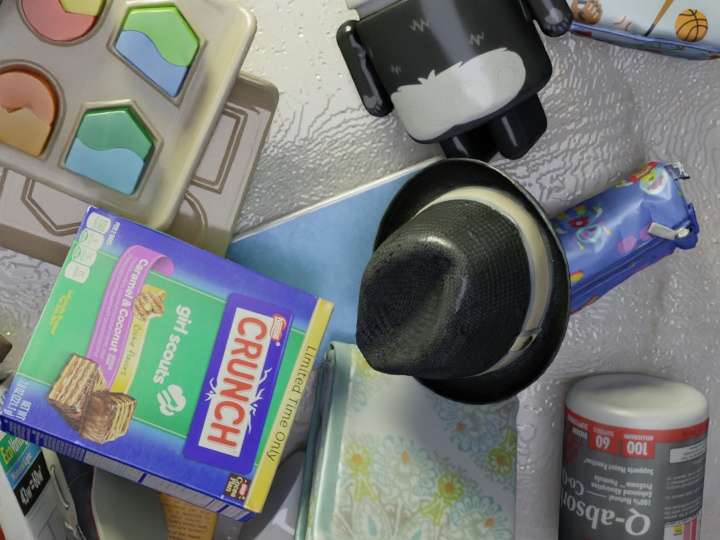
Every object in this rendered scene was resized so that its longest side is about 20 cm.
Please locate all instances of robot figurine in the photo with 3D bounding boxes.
[{"bbox_3d":[0.068,-0.175,0.909,0.150,0.125,0.201,-29,102,-5],"label":"robot figurine"}]

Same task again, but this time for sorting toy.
[{"bbox_3d":[-0.200,-0.146,0.893,0.199,0.036,0.186,25,103,-7],"label":"sorting toy"},{"bbox_3d":[-0.179,-0.084,0.957,0.184,0.036,0.201,19,104,-7],"label":"sorting toy"}]

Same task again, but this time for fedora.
[{"bbox_3d":[0.055,0.018,0.893,0.091,0.200,0.202,-19,107,-44],"label":"fedora"}]

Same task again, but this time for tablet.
[{"bbox_3d":[0.000,0.000,0.994,0.199,0.014,0.131,-21,102,1],"label":"tablet"}]

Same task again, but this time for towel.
[{"bbox_3d":[0.040,0.162,0.953,0.170,0.201,0.048,19,143,-15],"label":"towel"}]

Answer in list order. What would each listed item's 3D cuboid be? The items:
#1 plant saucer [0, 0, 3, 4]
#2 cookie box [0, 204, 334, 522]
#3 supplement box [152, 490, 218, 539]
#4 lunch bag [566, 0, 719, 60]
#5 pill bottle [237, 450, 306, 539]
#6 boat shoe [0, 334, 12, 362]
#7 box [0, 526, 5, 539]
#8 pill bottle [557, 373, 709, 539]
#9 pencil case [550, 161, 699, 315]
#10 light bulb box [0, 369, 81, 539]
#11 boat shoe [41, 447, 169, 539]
[{"bbox_3d":[-0.302,-0.236,0.869,0.199,0.036,0.201,-3,85,35],"label":"plant saucer"},{"bbox_3d":[-0.142,0.072,0.906,0.199,0.075,0.172,22,71,-9],"label":"cookie box"},{"bbox_3d":[-0.144,0.180,0.994,0.068,0.067,0.201,12,101,-6],"label":"supplement box"},{"bbox_3d":[0.230,-0.250,0.929,0.199,0.076,0.161,10,98,-5],"label":"lunch bag"},{"bbox_3d":[0.006,0.243,0.992,0.200,0.116,0.117,37,97,-9],"label":"pill bottle"},{"bbox_3d":[-0.347,0.001,0.948,0.072,0.072,0.201,-35,95,-18],"label":"boat shoe"},{"bbox_3d":[-0.312,0.176,0.837,0.095,0.100,0.201,-15,102,-2],"label":"box"},{"bbox_3d":[0.222,0.195,0.997,0.115,0.116,0.201,0,101,-4],"label":"pill bottle"},{"bbox_3d":[0.176,-0.010,0.961,0.199,0.087,0.078,-29,115,-1],"label":"pencil case"},{"bbox_3d":[-0.337,0.214,0.958,0.197,0.125,0.201,-20,101,0],"label":"light bulb box"},{"bbox_3d":[-0.206,0.169,0.942,0.063,0.071,0.201,-40,57,21],"label":"boat shoe"}]
